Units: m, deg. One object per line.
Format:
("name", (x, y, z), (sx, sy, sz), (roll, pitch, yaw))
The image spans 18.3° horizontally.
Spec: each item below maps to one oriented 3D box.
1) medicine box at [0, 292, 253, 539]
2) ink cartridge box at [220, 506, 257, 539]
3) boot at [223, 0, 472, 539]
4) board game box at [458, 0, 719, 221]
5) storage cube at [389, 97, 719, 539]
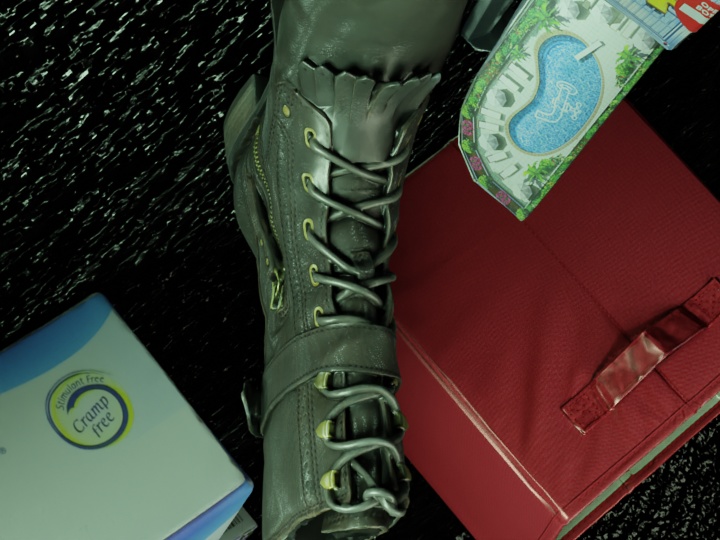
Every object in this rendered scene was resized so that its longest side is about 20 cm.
("medicine box", (-0.162, 0.131, 0.865), (0.182, 0.103, 0.200), (-33, 167, -35))
("ink cartridge box", (-0.151, 0.207, 1.311), (0.109, 0.050, 0.200), (-28, 162, -50))
("boot", (0.000, 0.000, 0.729), (0.069, 0.176, 0.200), (2, 155, -14))
("board game box", (0.094, -0.121, 0.722), (0.200, 0.061, 0.200), (-53, -177, 39))
("storage cube", (0.095, 0.026, 1.137), (0.171, 0.180, 0.200), (-38, 167, -14))
